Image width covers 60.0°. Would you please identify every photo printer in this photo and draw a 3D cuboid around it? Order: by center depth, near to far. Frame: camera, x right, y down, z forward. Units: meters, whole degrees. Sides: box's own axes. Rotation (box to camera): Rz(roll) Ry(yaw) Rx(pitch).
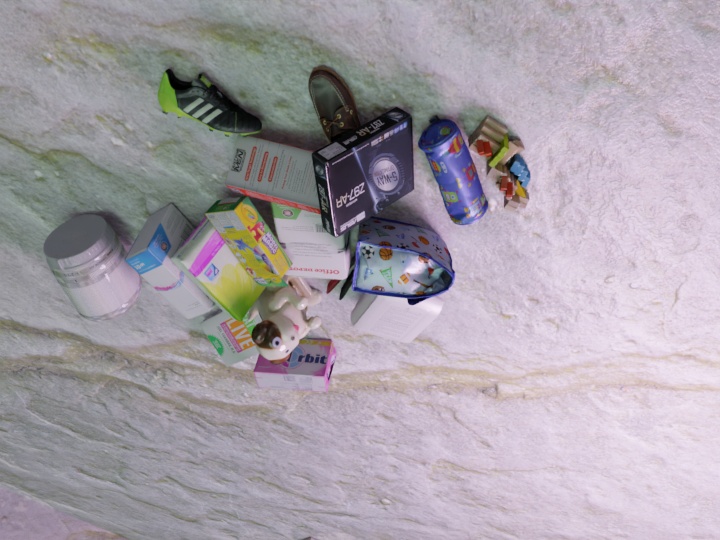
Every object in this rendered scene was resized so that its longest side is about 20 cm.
[{"bbox_3d":[0.083,0.081,1.387,0.162,0.071,0.201,16,147,-14],"label":"photo printer"}]

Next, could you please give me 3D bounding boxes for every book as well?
[{"bbox_3d":[-0.295,0.148,1.557,0.197,0.048,0.136,-26,103,31],"label":"book"}]

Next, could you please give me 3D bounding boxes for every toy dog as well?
[{"bbox_3d":[-0.182,0.103,1.385,0.188,0.203,0.142,-12,129,11],"label":"toy dog"}]

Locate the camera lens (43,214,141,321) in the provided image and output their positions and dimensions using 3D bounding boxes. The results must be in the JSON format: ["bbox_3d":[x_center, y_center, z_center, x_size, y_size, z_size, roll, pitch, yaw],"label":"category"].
[{"bbox_3d":[-0.599,-0.001,1.409,0.155,0.163,0.203,-1,133,12],"label":"camera lens"}]

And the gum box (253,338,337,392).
[{"bbox_3d":[-0.160,0.236,1.580,0.193,0.115,0.067,2,135,9],"label":"gum box"}]

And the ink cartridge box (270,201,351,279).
[{"bbox_3d":[-0.096,-0.086,1.281,0.141,0.086,0.204,4,134,7],"label":"ink cartridge box"}]

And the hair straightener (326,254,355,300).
[{"bbox_3d":[0.000,0.000,1.384,0.076,0.042,0.201,27,128,-16],"label":"hair straightener"}]

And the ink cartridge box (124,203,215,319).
[{"bbox_3d":[-0.394,-0.016,1.364,0.083,0.147,0.201,-20,127,28],"label":"ink cartridge box"}]

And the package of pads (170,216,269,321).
[{"bbox_3d":[-0.284,-0.015,1.341,0.067,0.156,0.201,7,144,49],"label":"package of pads"}]

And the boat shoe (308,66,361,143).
[{"bbox_3d":[-0.034,-0.261,1.114,0.069,0.071,0.202,-16,127,25],"label":"boat shoe"}]

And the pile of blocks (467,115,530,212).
[{"bbox_3d":[0.267,-0.182,1.133,0.081,0.063,0.200,-23,126,29],"label":"pile of blocks"}]

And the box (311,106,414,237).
[{"bbox_3d":[0.010,-0.175,1.114,0.043,0.198,0.163,37,148,37],"label":"box"}]

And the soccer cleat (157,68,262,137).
[{"bbox_3d":[-0.271,-0.302,1.128,0.194,0.068,0.083,17,122,-5],"label":"soccer cleat"}]

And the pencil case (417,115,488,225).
[{"bbox_3d":[0.168,-0.178,1.145,0.085,0.079,0.202,2,138,37],"label":"pencil case"}]

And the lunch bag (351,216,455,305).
[{"bbox_3d":[0.085,-0.020,1.236,0.193,0.171,0.127,7,114,-1],"label":"lunch bag"}]

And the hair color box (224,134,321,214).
[{"bbox_3d":[-0.144,-0.179,1.165,0.194,0.105,0.061,15,176,8],"label":"hair color box"}]

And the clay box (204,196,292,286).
[{"bbox_3d":[-0.219,-0.054,1.273,0.113,0.048,0.202,2,134,45],"label":"clay box"}]
